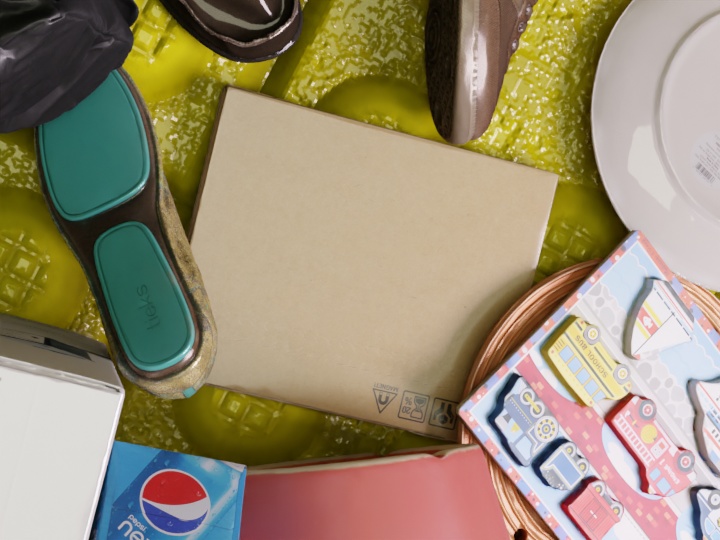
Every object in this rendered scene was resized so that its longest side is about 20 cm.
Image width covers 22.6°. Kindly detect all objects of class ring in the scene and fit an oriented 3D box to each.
[{"bbox_3d":[0.145,0.092,1.038,0.199,0.019,0.202,-2,95,-21],"label":"ring"}]

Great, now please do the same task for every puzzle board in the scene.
[{"bbox_3d":[0.165,0.100,1.027,0.151,0.017,0.200,-43,108,-13],"label":"puzzle board"}]

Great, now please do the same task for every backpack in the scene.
[{"bbox_3d":[-0.215,-0.167,0.884,0.126,0.167,0.200,-40,85,-2],"label":"backpack"}]

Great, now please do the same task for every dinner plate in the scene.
[{"bbox_3d":[0.228,-0.086,1.042,0.199,0.024,0.202,1,88,-15],"label":"dinner plate"}]

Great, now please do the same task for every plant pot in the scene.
[{"bbox_3d":[0.004,0.187,0.951,0.199,0.200,0.179,-5,85,-12],"label":"plant pot"}]

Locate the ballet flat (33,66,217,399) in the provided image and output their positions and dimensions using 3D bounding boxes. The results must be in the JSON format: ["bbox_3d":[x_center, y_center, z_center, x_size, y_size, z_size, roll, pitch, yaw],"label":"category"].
[{"bbox_3d":[-0.123,-0.021,0.954,0.070,0.071,0.201,-17,67,-10],"label":"ballet flat"}]

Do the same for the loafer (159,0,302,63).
[{"bbox_3d":[-0.095,-0.199,0.951,0.073,0.071,0.201,-33,100,-8],"label":"loafer"}]

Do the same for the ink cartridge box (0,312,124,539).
[{"bbox_3d":[-0.177,0.105,0.889,0.085,0.200,0.147,15,91,-13],"label":"ink cartridge box"}]

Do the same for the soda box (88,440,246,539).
[{"bbox_3d":[-0.114,0.163,0.909,0.067,0.200,0.064,12,54,-12],"label":"soda box"}]

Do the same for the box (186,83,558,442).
[{"bbox_3d":[0.000,0.000,1.011,0.199,0.021,0.165,14,91,-13],"label":"box"}]

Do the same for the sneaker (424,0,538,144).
[{"bbox_3d":[0.081,-0.169,0.992,0.075,0.070,0.201,2,94,-13],"label":"sneaker"}]
